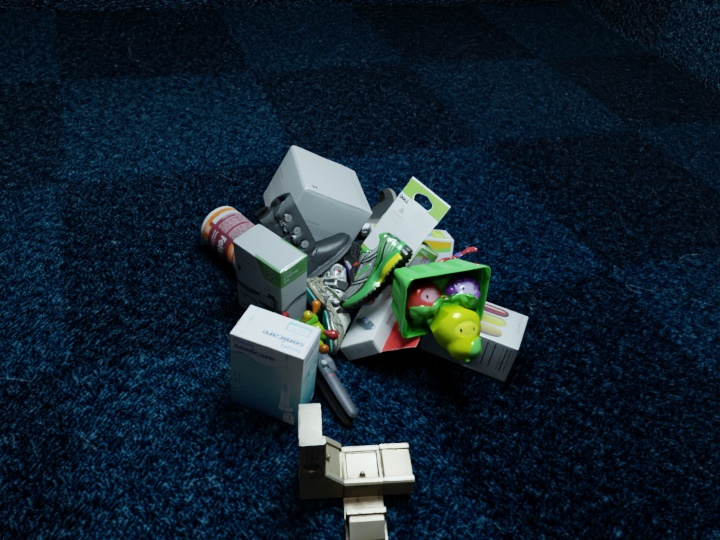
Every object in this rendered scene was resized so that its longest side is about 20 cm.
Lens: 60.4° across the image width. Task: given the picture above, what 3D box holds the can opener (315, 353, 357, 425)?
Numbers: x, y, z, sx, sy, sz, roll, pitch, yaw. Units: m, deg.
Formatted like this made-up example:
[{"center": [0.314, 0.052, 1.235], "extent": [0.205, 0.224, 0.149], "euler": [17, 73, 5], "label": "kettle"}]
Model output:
[{"center": [-0.063, 0.222, 1.241], "extent": [0.078, 0.064, 0.200], "euler": [-16, 46, -26], "label": "can opener"}]

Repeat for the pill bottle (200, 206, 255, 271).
[{"center": [-0.283, -0.060, 1.486], "extent": [0.114, 0.114, 0.200], "euler": [-29, 53, -35], "label": "pill bottle"}]

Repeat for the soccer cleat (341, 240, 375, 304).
[{"center": [0.000, 0.000, 1.444], "extent": [0.068, 0.073, 0.200], "euler": [-16, 33, 1], "label": "soccer cleat"}]

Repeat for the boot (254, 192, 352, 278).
[{"center": [-0.124, -0.094, 1.401], "extent": [0.165, 0.200, 0.066], "euler": [-46, 28, -22], "label": "boot"}]

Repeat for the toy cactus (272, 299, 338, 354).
[{"center": [-0.137, 0.105, 1.225], "extent": [0.164, 0.103, 0.200], "euler": [13, 2, -22], "label": "toy cactus"}]

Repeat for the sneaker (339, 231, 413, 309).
[{"center": [0.021, 0.004, 1.308], "extent": [0.085, 0.200, 0.078], "euler": [47, 17, 17], "label": "sneaker"}]

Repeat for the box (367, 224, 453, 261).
[{"center": [0.118, -0.047, 1.526], "extent": [0.199, 0.102, 0.113], "euler": [5, 16, -4], "label": "box"}]

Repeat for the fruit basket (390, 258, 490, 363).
[{"center": [0.177, 0.077, 1.234], "extent": [0.215, 0.156, 0.216], "euler": [3, 27, -2], "label": "fruit basket"}]

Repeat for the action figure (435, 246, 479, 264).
[{"center": [0.210, -0.004, 1.441], "extent": [0.052, 0.066, 0.200], "euler": [9, 24, 45], "label": "action figure"}]

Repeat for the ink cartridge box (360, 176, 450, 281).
[{"center": [0.115, -0.082, 1.374], "extent": [0.076, 0.200, 0.148], "euler": [26, 16, -46], "label": "ink cartridge box"}]

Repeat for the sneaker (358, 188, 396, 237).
[{"center": [0.043, -0.161, 1.686], "extent": [0.106, 0.075, 0.200], "euler": [5, 42, -9], "label": "sneaker"}]

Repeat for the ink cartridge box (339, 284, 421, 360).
[{"center": [0.066, 0.100, 1.344], "extent": [0.176, 0.045, 0.200], "euler": [-18, 27, 35], "label": "ink cartridge box"}]

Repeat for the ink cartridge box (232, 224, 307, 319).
[{"center": [-0.194, 0.023, 1.343], "extent": [0.146, 0.200, 0.084], "euler": [32, 49, 25], "label": "ink cartridge box"}]

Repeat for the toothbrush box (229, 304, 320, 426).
[{"center": [-0.163, 0.181, 1.166], "extent": [0.146, 0.200, 0.085], "euler": [17, 42, 11], "label": "toothbrush box"}]

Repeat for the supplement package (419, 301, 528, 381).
[{"center": [0.248, 0.137, 1.358], "extent": [0.199, 0.110, 0.114], "euler": [20, 43, 12], "label": "supplement package"}]

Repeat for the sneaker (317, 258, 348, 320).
[{"center": [-0.066, 0.033, 1.440], "extent": [0.074, 0.089, 0.200], "euler": [4, 42, -7], "label": "sneaker"}]

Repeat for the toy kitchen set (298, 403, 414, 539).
[{"center": [-0.003, 0.339, 1.029], "extent": [0.199, 0.181, 0.163], "euler": [-2, 43, -6], "label": "toy kitchen set"}]

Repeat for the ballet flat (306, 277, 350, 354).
[{"center": [-0.065, 0.089, 1.348], "extent": [0.075, 0.068, 0.200], "euler": [-14, 53, -21], "label": "ballet flat"}]

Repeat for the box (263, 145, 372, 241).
[{"center": [-0.112, -0.167, 1.550], "extent": [0.199, 0.172, 0.199], "euler": [17, 34, -30], "label": "box"}]
